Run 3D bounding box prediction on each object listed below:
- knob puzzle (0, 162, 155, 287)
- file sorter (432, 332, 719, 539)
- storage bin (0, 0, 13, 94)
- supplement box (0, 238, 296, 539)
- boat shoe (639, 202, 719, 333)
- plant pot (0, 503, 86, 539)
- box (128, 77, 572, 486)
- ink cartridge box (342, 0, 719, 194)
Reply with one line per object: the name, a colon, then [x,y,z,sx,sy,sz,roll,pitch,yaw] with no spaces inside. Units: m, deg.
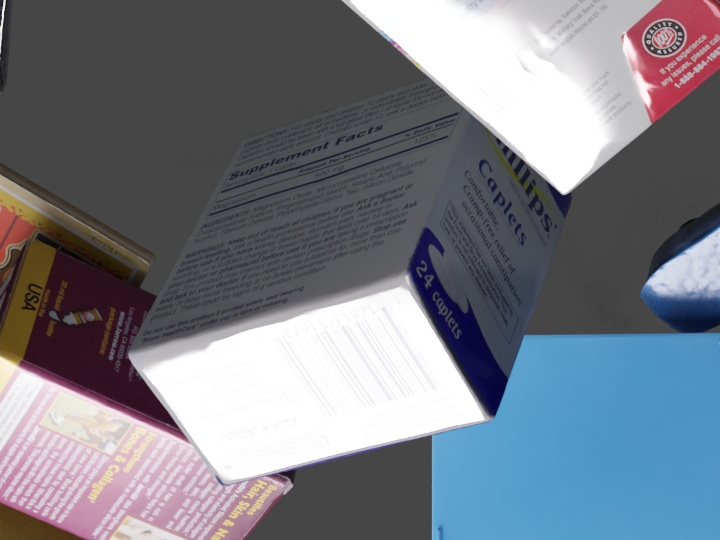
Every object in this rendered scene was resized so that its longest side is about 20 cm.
knob puzzle: [-0.246,0.016,1.585,0.218,0.031,0.221,11,131,13]
file sorter: [0.153,0.108,1.412,0.198,0.123,0.140,-1,86,24]
storage bin: [-0.308,-0.149,1.435,0.199,0.094,0.136,19,132,7]
supplement box: [-0.148,0.090,1.535,0.199,0.104,0.131,26,132,-15]
boat shoe: [0.228,-0.038,1.330,0.199,0.069,0.084,-23,114,38]
plant pot: [-0.214,0.233,1.624,0.193,0.201,0.196,29,133,-8]
box: [0.000,0.000,1.359,0.183,0.201,0.105,-16,122,31]
ink cartridge box: [0.088,-0.175,1.220,0.200,0.145,0.145,40,131,-13]
